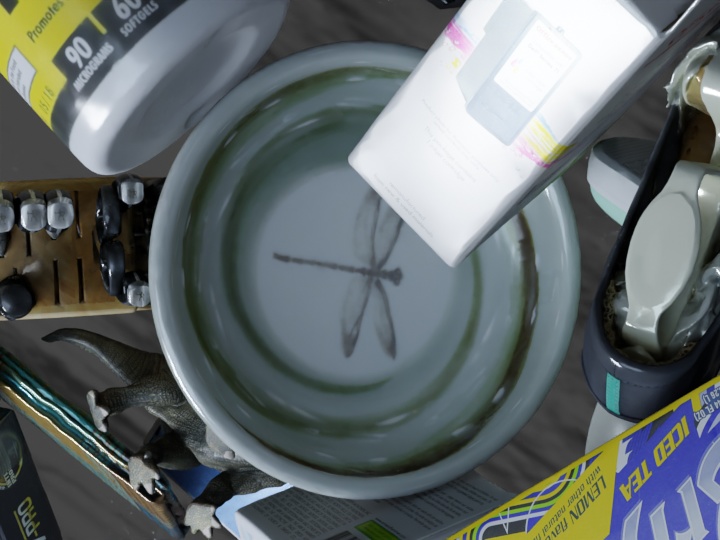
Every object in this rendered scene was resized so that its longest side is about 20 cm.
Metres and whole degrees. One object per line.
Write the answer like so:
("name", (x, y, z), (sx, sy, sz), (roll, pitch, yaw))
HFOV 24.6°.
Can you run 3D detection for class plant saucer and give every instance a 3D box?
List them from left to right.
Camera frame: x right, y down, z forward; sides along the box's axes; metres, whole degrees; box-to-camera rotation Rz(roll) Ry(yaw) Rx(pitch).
("plant saucer", (0.000, 0.000, 0.745), (0.201, 0.199, 0.050), (61, 165, -7))

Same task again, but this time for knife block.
("knife block", (-0.159, -0.010, 0.798), (0.198, 0.175, 0.065), (-2, 90, 32))

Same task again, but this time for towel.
("towel", (-0.176, 0.072, 0.907), (0.199, 0.022, 0.147), (37, 167, 9))

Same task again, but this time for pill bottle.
("pill bottle", (-0.133, -0.149, 0.687), (0.200, 0.114, 0.114), (47, 127, 6))

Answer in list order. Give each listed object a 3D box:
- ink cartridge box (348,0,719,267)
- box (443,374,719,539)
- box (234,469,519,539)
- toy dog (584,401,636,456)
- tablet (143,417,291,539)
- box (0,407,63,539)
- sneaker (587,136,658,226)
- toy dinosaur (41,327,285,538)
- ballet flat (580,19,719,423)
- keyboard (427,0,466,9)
("ink cartridge box", (0.089, -0.099, 0.635), (0.067, 0.117, 0.200), (47, 139, 5))
("box", (0.099, 0.104, 0.611), (0.199, 0.064, 0.071), (-36, 68, 27))
("box", (0.026, 0.198, 0.763), (0.112, 0.101, 0.202), (20, 126, 65))
("toy dog", (0.127, 0.118, 0.737), (0.133, 0.096, 0.200), (68, 154, 16))
("tablet", (-0.021, 0.121, 0.891), (0.200, 0.014, 0.130), (40, 126, 7))
("box", (-0.276, 0.147, 1.021), (0.198, 0.049, 0.162), (7, 124, 29))
("sneaker", (0.159, 0.037, 0.704), (0.200, 0.074, 0.119), (37, 122, 9))
("toy dinosaur", (-0.074, 0.075, 0.836), (0.198, 0.102, 0.078), (11, 108, 29))
("ballet flat", (0.137, -0.038, 0.620), (0.073, 0.073, 0.201), (23, 81, 20))
("keyboard", (-0.002, -0.142, 0.658), (0.103, 0.199, 0.040), (-8, 67, 36))
